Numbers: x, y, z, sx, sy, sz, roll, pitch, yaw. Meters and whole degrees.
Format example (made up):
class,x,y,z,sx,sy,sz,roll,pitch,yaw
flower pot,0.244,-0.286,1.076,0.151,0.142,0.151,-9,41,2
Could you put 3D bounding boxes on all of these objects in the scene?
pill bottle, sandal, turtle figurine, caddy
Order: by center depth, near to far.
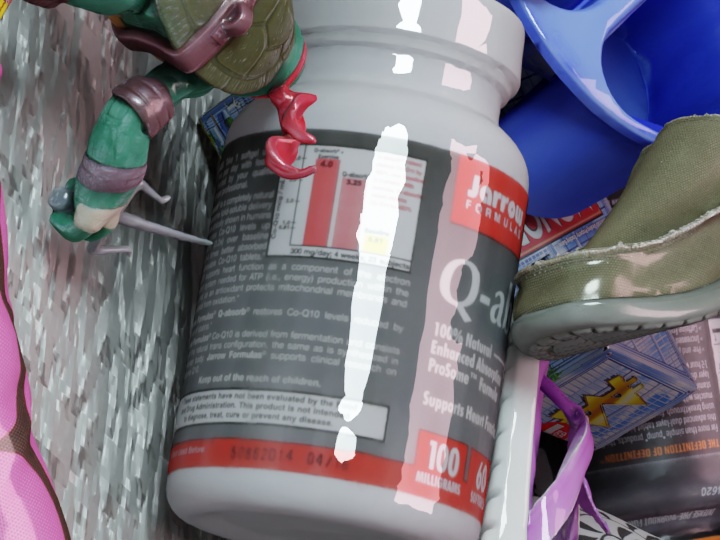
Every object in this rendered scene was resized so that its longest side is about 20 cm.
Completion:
class,x,y,z,sx,sy,sz,roll,pitch,yaw
turtle figurine,-0.075,-0.097,0.961,0.200,0.100,0.150,44,38,-52
pill bottle,0.000,0.000,1.052,0.116,0.116,0.201,40,57,-66
sandal,0.066,0.101,1.071,0.083,0.050,0.203,102,-4,-65
caddy,0.102,-0.112,1.186,0.142,0.105,0.200,52,37,-5
pill bottle,0.121,0.051,1.301,0.106,0.106,0.201,13,68,-71

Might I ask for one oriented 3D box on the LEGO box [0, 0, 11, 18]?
class,x,y,z,sx,sy,sz,roll,pitch,yaw
LEGO box,-0.165,-0.119,0.653,0.200,0.077,0.149,61,28,-28

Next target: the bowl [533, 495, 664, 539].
class,x,y,z,sx,sy,sz,roll,pitch,yaw
bowl,0.038,0.154,1.164,0.094,0.201,0.201,46,30,-12

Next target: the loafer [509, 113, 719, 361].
class,x,y,z,sx,sy,sz,roll,pitch,yaw
loafer,0.115,-0.019,1.079,0.200,0.075,0.070,-23,95,-52

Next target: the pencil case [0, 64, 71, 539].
class,x,y,z,sx,sy,sz,roll,pitch,yaw
pencil case,-0.121,0.031,0.793,0.094,0.090,0.201,-22,104,-71

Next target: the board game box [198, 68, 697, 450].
class,x,y,z,sx,sy,sz,roll,pitch,yaw
board game box,0.050,-0.009,1.197,0.200,0.062,0.200,58,29,3
